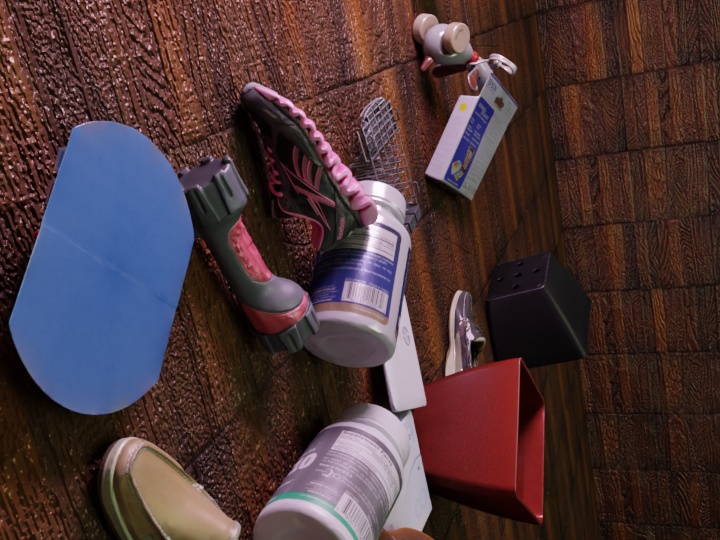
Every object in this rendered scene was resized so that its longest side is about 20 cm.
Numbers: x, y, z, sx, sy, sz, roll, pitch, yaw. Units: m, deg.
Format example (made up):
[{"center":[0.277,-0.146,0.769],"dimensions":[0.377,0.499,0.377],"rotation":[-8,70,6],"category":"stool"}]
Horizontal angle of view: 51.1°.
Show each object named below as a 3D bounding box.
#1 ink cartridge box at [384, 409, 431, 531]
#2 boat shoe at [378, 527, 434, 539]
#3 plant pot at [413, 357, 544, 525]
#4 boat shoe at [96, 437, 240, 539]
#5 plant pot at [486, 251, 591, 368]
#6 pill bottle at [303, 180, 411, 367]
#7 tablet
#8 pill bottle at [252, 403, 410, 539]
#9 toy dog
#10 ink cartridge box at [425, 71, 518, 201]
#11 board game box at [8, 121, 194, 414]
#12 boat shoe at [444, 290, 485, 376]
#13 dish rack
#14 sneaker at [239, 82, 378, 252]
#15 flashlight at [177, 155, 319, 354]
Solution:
[{"center":[0.035,0.301,0.983],"dimensions":[0.200,0.047,0.163],"rotation":[-45,127,-62],"category":"ink cartridge box"},{"center":[0.040,0.361,0.927],"dimensions":[0.199,0.070,0.071],"rotation":[32,14,-44],"category":"boat shoe"},{"center":[0.179,0.267,1.163],"dimensions":[0.200,0.174,0.203],"rotation":[51,41,-52],"category":"plant pot"},{"center":[-0.128,0.202,0.589],"dimensions":[0.072,0.075,0.202],"rotation":[-69,146,-43],"category":"boat shoe"},{"center":[0.380,0.080,1.656],"dimensions":[0.179,0.198,0.200],"rotation":[60,33,-25],"category":"plant pot"},{"center":[0.000,0.000,0.875],"dimensions":[0.111,0.109,0.202],"rotation":[55,38,-49],"category":"pill bottle"},{"center":[0.052,0.093,1.057],"dimensions":[0.130,0.013,0.203],"rotation":[13,64,-66],"category":"tablet"},{"center":[-0.020,0.232,0.787],"dimensions":[0.200,0.111,0.115],"rotation":[-45,126,-60],"category":"pill bottle"},{"center":[0.164,-0.359,1.315],"dimensions":[0.198,0.132,0.097],"rotation":[28,92,-29],"category":"toy dog"},{"center":[0.203,-0.240,1.363],"dimensions":[0.197,0.047,0.202],"rotation":[14,101,-64],"category":"ink cartridge box"},{"center":[-0.188,-0.001,0.538],"dimensions":[0.158,0.038,0.203],"rotation":[49,47,-61],"category":"board game box"},{"center":[0.194,0.130,1.355],"dimensions":[0.072,0.065,0.203],"rotation":[52,40,-51],"category":"boat shoe"},{"center":[0.030,-0.129,1.037],"dimensions":[0.154,0.054,0.203],"rotation":[-59,136,-59],"category":"dish rack"},{"center":[-0.068,-0.100,0.785],"dimensions":[0.201,0.095,0.079],"rotation":[50,-1,-25],"category":"sneaker"},{"center":[-0.100,-0.012,0.699],"dimensions":[0.068,0.067,0.202],"rotation":[-67,145,-45],"category":"flashlight"}]
